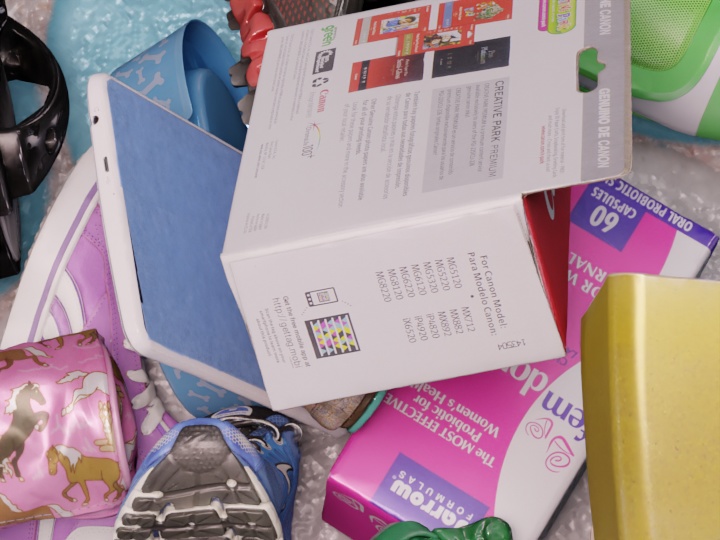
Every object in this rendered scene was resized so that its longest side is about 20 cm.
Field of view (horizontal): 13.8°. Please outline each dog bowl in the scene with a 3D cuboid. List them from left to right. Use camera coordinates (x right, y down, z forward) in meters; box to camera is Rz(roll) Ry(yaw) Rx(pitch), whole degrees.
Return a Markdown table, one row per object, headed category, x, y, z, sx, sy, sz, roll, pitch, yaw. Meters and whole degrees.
| category | x | y | z | sx | sy | sz | roll | pitch | yaw |
| --- | --- | --- | --- | --- | --- | --- | --- | --- | --- |
| dog bowl | -0.075 | -0.020 | 1.431 | 0.049 | 0.111 | 0.201 | -17 | 73 | 15 |

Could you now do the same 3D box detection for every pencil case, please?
| category | x | y | z | sx | sy | sz | roll | pitch | yaw |
| --- | --- | --- | --- | --- | --- | --- | --- | --- | --- |
| pencil case | -0.197 | 0.087 | 1.348 | 0.199 | 0.087 | 0.083 | -13 | 28 | -6 |

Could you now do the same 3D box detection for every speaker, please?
| category | x | y | z | sx | sy | sz | roll | pitch | yaw |
| --- | --- | --- | --- | --- | --- | --- | --- | --- | --- |
| speaker | 0.108 | -0.140 | 1.478 | 0.199 | 0.089 | 0.089 | 26 | 74 | 8 |

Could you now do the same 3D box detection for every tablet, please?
| category | x | y | z | sx | sy | sz | roll | pitch | yaw |
| --- | --- | --- | --- | --- | --- | --- | --- | --- | --- |
| tablet | -0.062 | -0.003 | 1.344 | 0.014 | 0.200 | 0.131 | -18 | 68 | 21 |

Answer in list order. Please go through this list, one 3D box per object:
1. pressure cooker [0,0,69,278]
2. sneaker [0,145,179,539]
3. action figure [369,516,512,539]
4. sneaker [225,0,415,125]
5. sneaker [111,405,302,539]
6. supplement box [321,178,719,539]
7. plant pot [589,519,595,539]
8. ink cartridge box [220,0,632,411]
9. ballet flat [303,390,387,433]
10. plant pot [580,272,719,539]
| category | x | y | z | sx | sy | sz | roll | pitch | yaw |
| --- | --- | --- | --- | --- | --- | --- | --- | --- | --- |
| pressure cooker | -0.236 | -0.064 | 1.405 | 0.199 | 0.179 | 0.177 | -13 | 70 | -3 |
| sneaker | -0.118 | 0.046 | 1.433 | 0.114 | 0.073 | 0.202 | 17 | 83 | 1 |
| action figure | -0.013 | 0.174 | 1.316 | 0.199 | 0.055 | 0.118 | -36 | 88 | -1 |
| sneaker | -0.026 | -0.143 | 1.467 | 0.097 | 0.071 | 0.201 | -22 | 57 | 6 |
| sneaker | -0.067 | 0.098 | 1.344 | 0.078 | 0.200 | 0.090 | 2 | 70 | 2 |
| supplement box | 0.074 | 0.052 | 1.409 | 0.101 | 0.103 | 0.201 | 30 | 77 | 6 |
| plant pot | 0.192 | 0.153 | 1.328 | 0.199 | 0.198 | 0.202 | 0 | 73 | -1 |
| ink cartridge box | 0.042 | -0.041 | 1.294 | 0.174 | 0.084 | 0.200 | -11 | 31 | 12 |
| ballet flat | 0.000 | 0.000 | 1.391 | 0.067 | 0.200 | 0.068 | 33 | 118 | -4 |
| plant pot | 0.181 | 0.106 | 1.150 | 0.198 | 0.200 | 0.178 | 6 | 85 | 2 |
